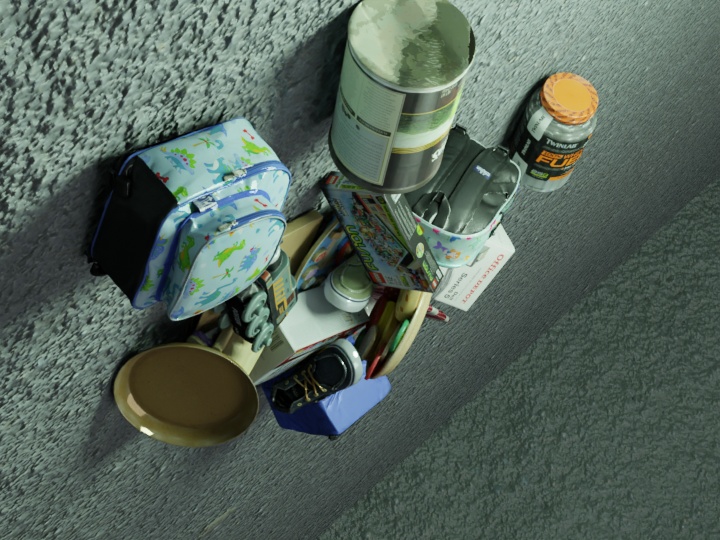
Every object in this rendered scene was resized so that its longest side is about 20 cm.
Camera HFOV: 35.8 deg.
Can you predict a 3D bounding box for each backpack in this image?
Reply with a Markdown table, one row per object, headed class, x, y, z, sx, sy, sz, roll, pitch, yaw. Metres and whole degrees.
| class | x | y | z | sx | sy | sz | roll | pitch | yaw |
| --- | --- | --- | --- | --- | --- | --- | --- | --- | --- |
| backpack | -0.072 | 0.182 | 1.906 | 0.162 | 0.169 | 0.199 | -29 | -169 | -34 |
| backpack | -0.164 | -0.053 | 1.187 | 0.199 | 0.147 | 0.184 | -33 | 162 | -40 |
| backpack | 0.122 | -0.097 | 1.630 | 0.200 | 0.176 | 0.151 | -54 | 171 | -45 |

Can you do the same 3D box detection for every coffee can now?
| class | x | y | z | sx | sy | sz | roll | pitch | yaw |
| --- | --- | --- | --- | --- | --- | --- | --- | --- | --- |
| coffee can | 0.044 | -0.206 | 1.304 | 0.146 | 0.146 | 0.201 | -36 | 160 | -25 |

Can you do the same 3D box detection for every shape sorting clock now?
| class | x | y | z | sx | sy | sz | roll | pitch | yaw |
| --- | --- | --- | --- | --- | --- | --- | --- | --- | --- |
| shape sorting clock | -0.028 | -0.041 | 1.655 | 0.200 | 0.039 | 0.200 | -49 | 172 | -9 |

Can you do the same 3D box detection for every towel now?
| class | x | y | z | sx | sy | sz | roll | pitch | yaw |
| --- | --- | --- | --- | --- | --- | --- | --- | --- | --- |
| towel | 0.060 | 0.048 | 1.897 | 0.200 | 0.143 | 0.023 | 30 | 75 | -63 |

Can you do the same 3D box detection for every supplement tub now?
| class | x | y | z | sx | sy | sz | roll | pitch | yaw |
| --- | --- | --- | --- | --- | --- | --- | --- | --- | --- |
| supplement tub | 0.331 | -0.237 | 1.916 | 0.122 | 0.123 | 0.201 | -35 | 160 | -26 |

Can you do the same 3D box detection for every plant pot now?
| class | x | y | z | sx | sy | sz | roll | pitch | yaw |
| --- | --- | --- | --- | --- | --- | --- | --- | --- | --- |
| plant pot | -0.236 | 0.166 | 1.524 | 0.201 | 0.198 | 0.028 | -57 | -161 | 36 |

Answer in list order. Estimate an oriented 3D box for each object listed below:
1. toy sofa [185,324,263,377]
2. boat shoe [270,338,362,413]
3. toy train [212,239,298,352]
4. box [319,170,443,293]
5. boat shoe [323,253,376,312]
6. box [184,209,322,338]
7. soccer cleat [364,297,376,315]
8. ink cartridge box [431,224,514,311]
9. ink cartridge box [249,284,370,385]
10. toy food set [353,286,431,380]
| class | x | y | z | sx | sy | sz | roll | pitch | yaw |
| --- | --- | --- | --- | --- | --- | --- | --- | --- | --- |
| toy sofa | -0.231 | 0.150 | 1.596 | 0.200 | 0.097 | 0.083 | -48 | -172 | 34 |
| boat shoe | -0.068 | 0.168 | 1.679 | 0.090 | 0.071 | 0.200 | -28 | 173 | -29 |
| toy train | -0.137 | 0.027 | 1.472 | 0.114 | 0.085 | 0.200 | -52 | 164 | -20 |
| box | 0.032 | -0.052 | 1.542 | 0.035 | 0.109 | 0.201 | -58 | 138 | -29 |
| boat shoe | 0.000 | 0.000 | 1.676 | 0.062 | 0.072 | 0.200 | -59 | 177 | 26 |
| box | -0.150 | 0.007 | 1.560 | 0.199 | 0.021 | 0.164 | -31 | 158 | -40 |
| soccer cleat | -0.029 | 0.074 | 1.926 | 0.070 | 0.077 | 0.200 | -67 | -169 | -22 |
| ink cartridge box | 0.133 | -0.035 | 1.843 | 0.199 | 0.084 | 0.146 | 20 | 119 | -33 |
| ink cartridge box | -0.112 | 0.105 | 1.696 | 0.175 | 0.084 | 0.199 | -37 | 169 | 35 |
| toy food set | 0.049 | 0.076 | 1.694 | 0.200 | 0.048 | 0.200 | -65 | -169 | -7 |
